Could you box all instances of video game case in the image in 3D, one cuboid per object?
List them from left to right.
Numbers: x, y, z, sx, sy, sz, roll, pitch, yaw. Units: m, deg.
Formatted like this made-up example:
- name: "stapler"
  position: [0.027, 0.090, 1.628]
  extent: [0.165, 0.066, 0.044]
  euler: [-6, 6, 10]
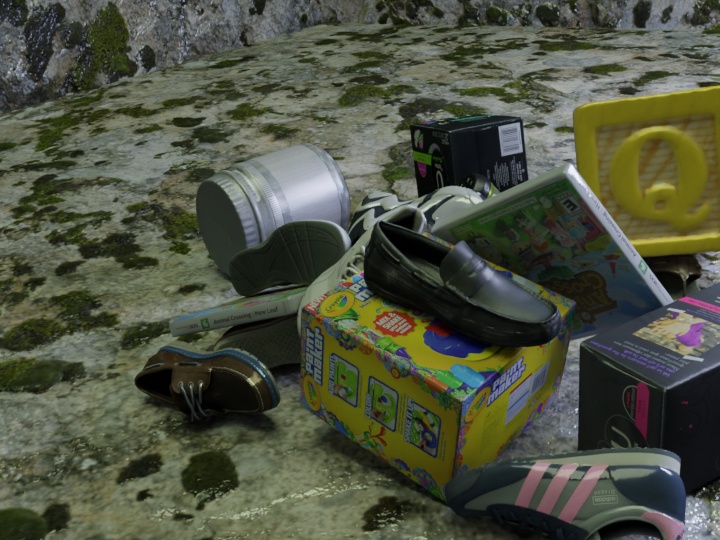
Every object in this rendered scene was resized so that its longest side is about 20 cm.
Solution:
- name: "video game case"
  position: [-0.104, 0.037, 1.071]
  extent: [0.179, 0.023, 0.199]
  euler: [-12, 4, 29]
- name: "video game case"
  position: [0.191, -0.004, 0.904]
  extent: [0.199, 0.183, 0.022]
  euler: [-22, 23, 52]

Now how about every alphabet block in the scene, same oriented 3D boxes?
- name: "alphabet block"
  position: [0.379, -0.123, 1.138]
  extent: [0.192, 0.200, 0.200]
  euler: [-7, 3, 15]

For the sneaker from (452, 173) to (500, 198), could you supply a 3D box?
- name: "sneaker"
  position: [0.127, -0.057, 1.176]
  extent: [0.199, 0.082, 0.073]
  euler: [-27, 36, 54]

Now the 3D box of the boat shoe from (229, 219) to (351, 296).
- name: "boat shoe"
  position: [-0.082, -0.016, 1.090]
  extent: [0.200, 0.076, 0.064]
  euler: [-22, -4, 41]

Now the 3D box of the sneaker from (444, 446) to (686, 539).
- name: "sneaker"
  position: [0.161, 0.196, 0.712]
  extent: [0.196, 0.070, 0.084]
  euler: [-13, 57, 23]

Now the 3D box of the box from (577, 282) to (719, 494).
- name: "box"
  position: [0.305, 0.106, 0.800]
  extent: [0.197, 0.125, 0.106]
  euler: [-18, 27, -24]

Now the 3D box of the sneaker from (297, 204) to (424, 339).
- name: "sneaker"
  position: [0.000, 0.000, 0.946]
  extent: [0.074, 0.087, 0.201]
  euler: [36, 64, 4]

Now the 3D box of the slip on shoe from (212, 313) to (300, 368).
- name: "slip on shoe"
  position: [-0.077, 0.076, 1.037]
  extent: [0.196, 0.076, 0.061]
  euler: [-12, 20, -1]

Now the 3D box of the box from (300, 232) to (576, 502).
- name: "box"
  position: [0.074, 0.084, 0.863]
  extent: [0.191, 0.124, 0.199]
  euler: [26, 39, 32]

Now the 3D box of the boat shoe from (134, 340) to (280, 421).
- name: "boat shoe"
  position: [-0.169, 0.129, 0.950]
  extent: [0.197, 0.074, 0.072]
  euler: [2, 27, 43]

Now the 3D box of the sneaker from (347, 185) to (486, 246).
- name: "sneaker"
  position: [0.060, -0.035, 1.058]
  extent: [0.196, 0.081, 0.130]
  euler: [8, 44, 29]

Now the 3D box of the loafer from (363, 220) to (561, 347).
- name: "loafer"
  position: [0.088, 0.010, 0.797]
  extent: [0.198, 0.072, 0.068]
  euler: [22, 37, 26]

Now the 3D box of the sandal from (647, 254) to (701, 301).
- name: "sandal"
  position: [0.387, 0.003, 1.092]
  extent: [0.078, 0.059, 0.201]
  euler: [2, 24, 13]

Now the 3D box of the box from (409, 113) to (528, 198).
- name: "box"
  position: [0.168, -0.161, 1.373]
  extent: [0.122, 0.152, 0.200]
  euler: [-11, 13, -12]

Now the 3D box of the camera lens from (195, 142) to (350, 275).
- name: "camera lens"
  position: [-0.125, -0.092, 1.308]
  extent: [0.198, 0.163, 0.159]
  euler: [-22, 28, -33]
